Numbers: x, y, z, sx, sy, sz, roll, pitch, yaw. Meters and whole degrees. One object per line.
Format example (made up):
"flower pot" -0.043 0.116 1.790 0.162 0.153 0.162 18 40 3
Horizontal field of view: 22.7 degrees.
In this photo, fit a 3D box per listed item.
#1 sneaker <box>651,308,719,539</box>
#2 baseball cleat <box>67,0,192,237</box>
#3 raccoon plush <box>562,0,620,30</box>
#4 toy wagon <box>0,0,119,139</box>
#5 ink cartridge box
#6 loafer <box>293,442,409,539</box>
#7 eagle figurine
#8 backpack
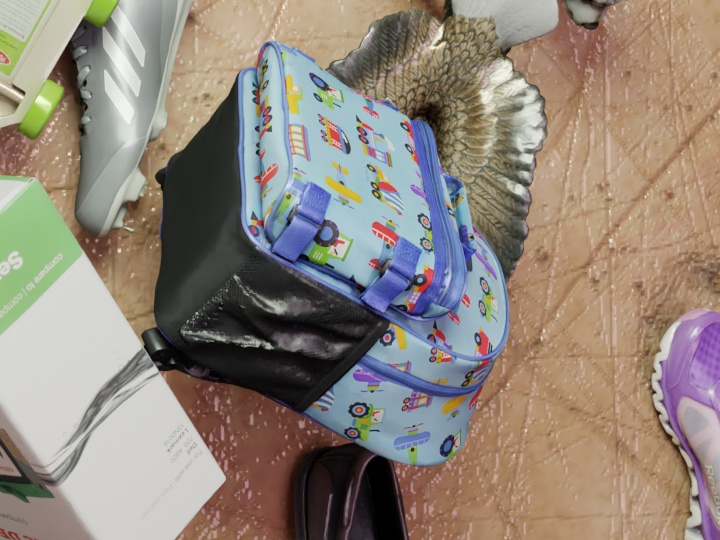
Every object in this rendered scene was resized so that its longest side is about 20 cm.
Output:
"sneaker" 0.260 0.123 1.212 0.080 0.088 0.201 -17 98 -29
"baseball cleat" -0.146 -0.123 0.985 0.106 0.070 0.201 19 78 -14
"raccoon plush" 0.111 -0.245 1.088 0.097 0.134 0.201 -30 106 -26
"toy wagon" -0.221 -0.129 0.923 0.155 0.040 0.200 31 92 -12
"ink cartridge box" -0.177 0.052 0.885 0.084 0.146 0.200 -48 125 -31
"loafer" 0.004 0.199 1.048 0.072 0.063 0.201 -3 78 -35
"eagle figurine" 0.041 -0.090 1.057 0.151 0.151 0.200 49 60 -44
"backpack" 0.000 0.000 0.939 0.200 0.135 0.183 30 31 -23
